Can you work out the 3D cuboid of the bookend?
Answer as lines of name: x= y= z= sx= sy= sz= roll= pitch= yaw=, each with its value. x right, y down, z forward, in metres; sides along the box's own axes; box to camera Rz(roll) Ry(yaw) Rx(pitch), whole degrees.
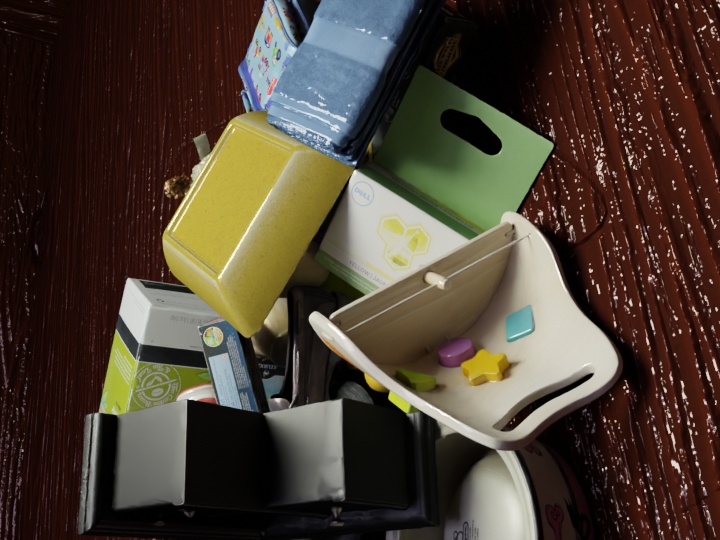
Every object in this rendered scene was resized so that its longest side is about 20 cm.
bookend: x=-0.074 y=0.155 z=0.715 sx=0.199 sy=0.198 sz=0.093 roll=-16 pitch=65 yaw=34

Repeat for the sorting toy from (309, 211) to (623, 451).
sorting toy: x=0.095 y=0.063 z=0.696 sx=0.180 sy=0.199 sz=0.108 roll=35 pitch=146 yaw=53

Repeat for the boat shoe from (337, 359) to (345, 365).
boat shoe: x=-0.039 y=0.013 z=1.037 sx=0.066 sy=0.074 sz=0.202 roll=-41 pitch=46 yaw=42

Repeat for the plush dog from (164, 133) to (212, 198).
plush dog: x=-0.153 y=-0.081 z=1.229 sx=0.171 sy=0.160 sz=0.201 roll=36 pitch=114 yaw=34

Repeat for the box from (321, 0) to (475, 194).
box: x=0.008 y=-0.182 z=0.888 sx=0.159 sy=0.046 sz=0.201 roll=44 pitch=123 yaw=33

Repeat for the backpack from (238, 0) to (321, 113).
backpack: x=-0.075 y=-0.206 z=1.113 sx=0.201 sy=0.133 sz=0.184 roll=-58 pitch=36 yaw=37

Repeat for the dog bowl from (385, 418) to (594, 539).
dog bowl: x=0.100 y=0.213 z=0.719 sx=0.200 sy=0.073 sz=0.202 roll=-26 pitch=59 yaw=56

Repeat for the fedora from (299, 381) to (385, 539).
fedora: x=-0.001 y=0.203 z=0.879 sx=0.201 sy=0.091 sz=0.202 roll=-46 pitch=36 yaw=48

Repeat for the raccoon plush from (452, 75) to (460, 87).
raccoon plush: x=0.032 y=-0.148 z=0.960 sx=0.134 sy=0.096 sz=0.202 roll=18 pitch=107 yaw=53

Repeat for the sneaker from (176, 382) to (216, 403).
sneaker: x=-0.160 y=0.227 z=1.061 sx=0.201 sy=0.078 sz=0.116 roll=70 pitch=-179 yaw=-52

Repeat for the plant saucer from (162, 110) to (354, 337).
plant saucer: x=-0.113 y=-0.062 z=0.884 sx=0.200 sy=0.048 sz=0.201 roll=30 pitch=90 yaw=52

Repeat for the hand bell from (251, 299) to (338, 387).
hand bell: x=-0.063 y=0.107 z=1.050 sx=0.200 sy=0.103 sz=0.105 roll=44 pitch=119 yaw=47

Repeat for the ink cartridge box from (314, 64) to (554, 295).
ink cartridge box: x=0.061 y=-0.057 z=0.820 sx=0.145 sy=0.048 sz=0.201 roll=33 pitch=120 yaw=12

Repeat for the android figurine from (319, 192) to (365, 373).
android figurine: x=0.000 y=0.000 z=0.936 sx=0.181 sy=0.041 sz=0.202 roll=8 pitch=81 yaw=37

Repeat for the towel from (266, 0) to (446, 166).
towel: x=0.000 y=-0.198 z=0.798 sx=0.111 sy=0.048 sz=0.201 roll=29 pitch=93 yaw=34

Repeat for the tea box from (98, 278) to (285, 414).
tea box: x=-0.212 y=0.131 z=1.184 sx=0.133 sy=0.198 sz=0.199 roll=31 pitch=109 yaw=60

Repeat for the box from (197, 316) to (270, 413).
box: x=-0.127 y=0.115 z=0.965 sx=0.200 sy=0.037 sz=0.138 roll=168 pitch=87 yaw=-86

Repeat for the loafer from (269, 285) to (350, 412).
loafer: x=-0.063 y=0.113 z=0.877 sx=0.072 sy=0.063 sz=0.202 roll=-7 pitch=68 yaw=65

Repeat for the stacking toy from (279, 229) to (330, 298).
stacking toy: x=-0.086 y=-0.075 z=0.955 sx=0.085 sy=0.085 sz=0.201 roll=-50 pitch=41 yaw=43
